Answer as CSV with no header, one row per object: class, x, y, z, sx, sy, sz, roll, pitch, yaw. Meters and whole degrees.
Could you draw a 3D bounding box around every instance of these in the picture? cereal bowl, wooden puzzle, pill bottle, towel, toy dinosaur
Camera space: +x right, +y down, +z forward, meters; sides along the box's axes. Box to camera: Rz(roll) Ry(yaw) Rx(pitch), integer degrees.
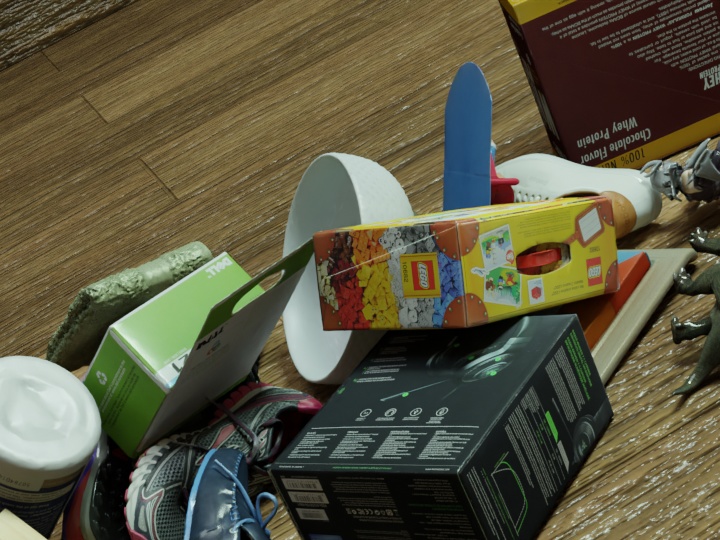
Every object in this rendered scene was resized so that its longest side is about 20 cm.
cereal bowl,0.000,0.000,1.364,0.082,0.203,0.200,3,13,-23
wooden puzzle,0.158,0.032,1.296,0.184,0.038,0.200,-1,33,44
pill bottle,-0.288,0.171,1.250,0.201,0.110,0.111,-58,0,38
towel,-0.228,0.041,1.522,0.147,0.037,0.200,-22,-14,-31
toy dinosaur,0.286,0.013,1.162,0.200,0.078,0.102,-39,20,-35

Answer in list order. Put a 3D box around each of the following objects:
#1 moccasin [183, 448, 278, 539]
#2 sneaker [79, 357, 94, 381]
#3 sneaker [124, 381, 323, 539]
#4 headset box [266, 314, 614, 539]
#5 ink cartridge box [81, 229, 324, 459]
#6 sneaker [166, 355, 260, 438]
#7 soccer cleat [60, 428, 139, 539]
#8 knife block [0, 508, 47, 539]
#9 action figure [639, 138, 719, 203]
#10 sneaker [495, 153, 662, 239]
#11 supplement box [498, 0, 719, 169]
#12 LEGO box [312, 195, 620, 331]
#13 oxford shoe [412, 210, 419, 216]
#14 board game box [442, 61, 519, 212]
moccasin,-0.089,0.213,1.131,0.067,0.081,0.201,-6,44,7
sneaker,-0.234,0.123,1.465,0.201,0.075,0.105,-55,5,-21
sneaker,-0.109,0.154,1.250,0.074,0.081,0.200,2,35,43
headset box,0.064,0.118,1.136,0.173,0.094,0.200,-5,30,39
ink cartridge box,-0.127,0.037,1.248,0.147,0.076,0.201,-35,-17,-45
sneaker,-0.120,0.086,1.418,0.097,0.071,0.201,-8,30,34
soccer cleat,-0.215,0.151,1.315,0.073,0.068,0.202,-28,45,36
knife block,-0.224,0.270,1.165,0.175,0.201,0.064,36,48,11
action figure,0.333,-0.089,1.327,0.198,0.070,0.130,-3,13,26
sneaker,0.168,-0.060,1.422,0.199,0.074,0.084,1,24,44
supplement box,0.255,-0.220,1.521,0.195,0.202,0.133,-23,23,3
LEGO box,0.084,-0.006,1.218,0.148,0.078,0.199,-3,5,43
oxford shoe,0.046,-0.011,1.428,0.071,0.074,0.200,-53,19,5
board game box,0.113,-0.087,1.431,0.038,0.203,0.158,0,5,-12
